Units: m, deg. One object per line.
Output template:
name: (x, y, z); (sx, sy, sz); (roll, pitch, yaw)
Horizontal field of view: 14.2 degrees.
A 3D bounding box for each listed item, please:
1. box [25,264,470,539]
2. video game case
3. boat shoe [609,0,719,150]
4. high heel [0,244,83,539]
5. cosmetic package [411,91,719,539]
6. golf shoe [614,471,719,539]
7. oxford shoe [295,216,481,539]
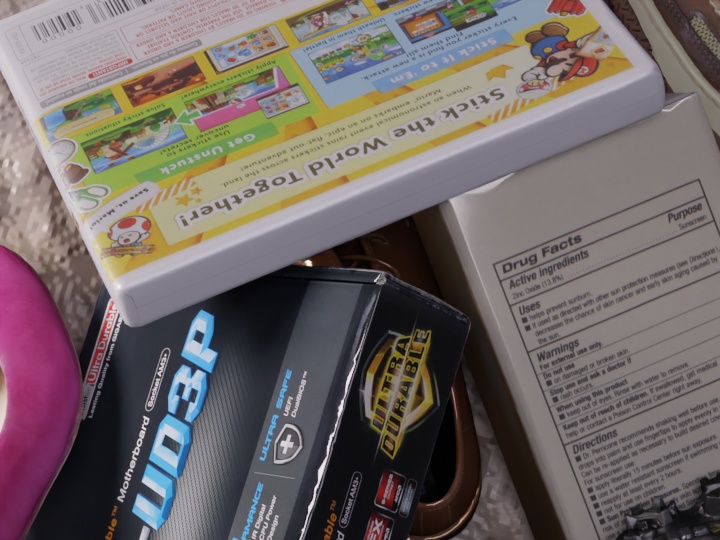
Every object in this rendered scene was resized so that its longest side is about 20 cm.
box: (-0.054, 0.097, 0.987); (0.046, 0.159, 0.201); (25, 77, -37)
video game case: (-0.018, -0.072, 1.028); (0.199, 0.023, 0.182); (-22, 39, -8)
boat shoe: (0.161, -0.058, 1.051); (0.075, 0.075, 0.203); (-35, 69, 14)
high heel: (-0.150, 0.068, 0.992); (0.096, 0.067, 0.201); (17, 53, -34)
cosmetic package: (0.100, 0.046, 1.024); (0.105, 0.071, 0.201); (-21, 96, -9)
golf shoe: (0.186, 0.102, 0.973); (0.199, 0.078, 0.095); (-17, 101, 1)
oxford shoe: (0.000, 0.000, 1.050); (0.071, 0.071, 0.201); (-21, 80, -5)
